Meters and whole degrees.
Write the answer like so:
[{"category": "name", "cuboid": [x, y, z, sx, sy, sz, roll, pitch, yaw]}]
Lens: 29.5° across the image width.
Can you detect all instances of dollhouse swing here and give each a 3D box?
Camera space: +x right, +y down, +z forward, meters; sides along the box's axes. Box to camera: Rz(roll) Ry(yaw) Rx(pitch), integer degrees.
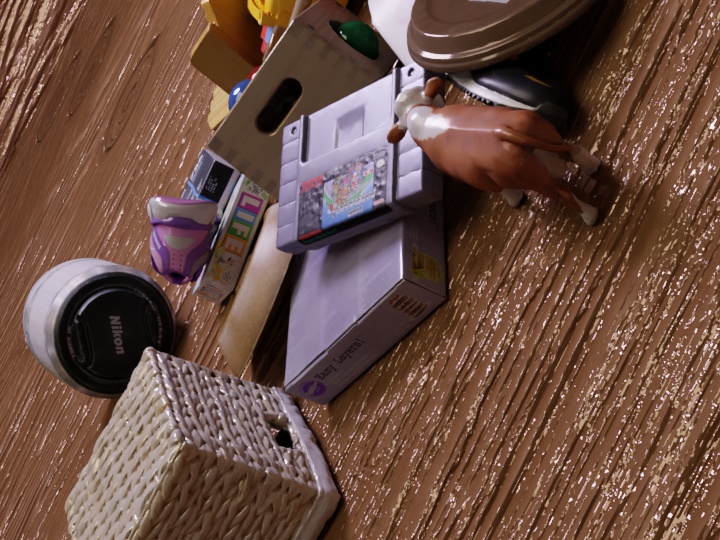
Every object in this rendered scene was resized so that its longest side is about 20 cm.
[{"category": "dollhouse swing", "cuboid": [-0.179, -0.306, 1.753, 0.175, 0.182, 0.201, -18, 51, 38]}]

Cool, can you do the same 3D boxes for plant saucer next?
[{"category": "plant saucer", "cuboid": [0.122, -0.237, 1.133, 0.199, 0.030, 0.201, -24, 33, 17]}, {"category": "plant saucer", "cuboid": [-0.104, 0.009, 1.384, 0.200, 0.035, 0.201, -158, 90, -83]}]

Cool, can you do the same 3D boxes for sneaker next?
[{"category": "sneaker", "cuboid": [-0.188, -0.030, 1.437, 0.200, 0.080, 0.089, -168, 81, -86]}, {"category": "sneaker", "cuboid": [0.127, -0.176, 1.121, 0.090, 0.070, 0.200, -64, 22, 11]}]

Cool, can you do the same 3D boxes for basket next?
[{"category": "basket", "cuboid": [-0.150, 0.208, 1.220, 0.201, 0.160, 0.198, -61, 26, 13]}]

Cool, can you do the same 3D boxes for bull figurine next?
[{"category": "bull figurine", "cuboid": [0.101, -0.091, 1.034, 0.065, 0.121, 0.200, -63, 25, 3]}]

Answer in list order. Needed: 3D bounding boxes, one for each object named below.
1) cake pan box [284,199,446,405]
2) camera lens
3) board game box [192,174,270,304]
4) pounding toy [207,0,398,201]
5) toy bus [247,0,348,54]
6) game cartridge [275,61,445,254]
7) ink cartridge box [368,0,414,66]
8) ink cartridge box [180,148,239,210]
[{"category": "cake pan box", "cuboid": [0.000, 0.000, 1.240, 0.200, 0.052, 0.185, -45, 30, 38]}, {"category": "camera lens", "cuboid": [-0.326, 0.068, 1.697, 0.200, 0.159, 0.161, 10, 77, 65]}, {"category": "board game box", "cuboid": [-0.139, -0.037, 1.502, 0.200, 0.034, 0.135, 153, 139, -79]}, {"category": "pounding toy", "cuboid": [-0.054, -0.206, 1.375, 0.200, 0.142, 0.184, -52, 4, 22]}, {"category": "toy bus", "cuboid": [-0.077, -0.333, 1.629, 0.200, 0.135, 0.193, -122, 45, -64]}, {"category": "game cartridge", "cuboid": [-0.004, -0.095, 1.202, 0.200, 0.038, 0.130, -20, 57, 47]}, {"category": "ink cartridge box", "cuboid": [0.057, -0.311, 1.315, 0.163, 0.057, 0.200, -52, 60, 28]}, {"category": "ink cartridge box", "cuboid": [-0.192, -0.094, 1.677, 0.100, 0.039, 0.200, -65, 13, 3]}]
